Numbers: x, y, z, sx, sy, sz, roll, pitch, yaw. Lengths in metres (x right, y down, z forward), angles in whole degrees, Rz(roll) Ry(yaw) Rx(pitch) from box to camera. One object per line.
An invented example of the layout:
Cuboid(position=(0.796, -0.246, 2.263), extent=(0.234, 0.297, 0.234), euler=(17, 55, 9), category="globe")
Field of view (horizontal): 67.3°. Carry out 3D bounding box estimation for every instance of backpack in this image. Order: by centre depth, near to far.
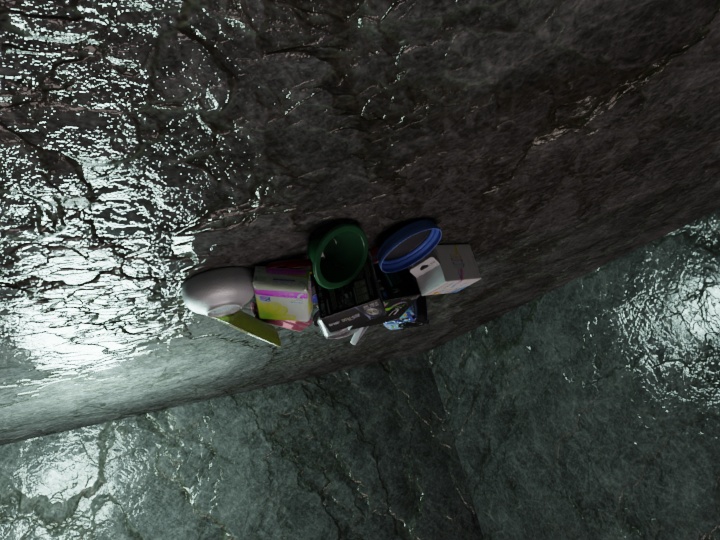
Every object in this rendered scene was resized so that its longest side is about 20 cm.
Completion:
Cuboid(position=(0.132, 0.116, 1.930), extent=(0.197, 0.187, 0.133), euler=(-14, 159, 35), category="backpack")

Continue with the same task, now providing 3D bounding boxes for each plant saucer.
Cuboid(position=(-0.344, 0.150, 1.579), extent=(0.197, 0.049, 0.199), euler=(10, 162, 47), category="plant saucer")
Cuboid(position=(-0.249, 0.147, 1.680), extent=(0.196, 0.052, 0.201), euler=(16, 173, 2), category="plant saucer")

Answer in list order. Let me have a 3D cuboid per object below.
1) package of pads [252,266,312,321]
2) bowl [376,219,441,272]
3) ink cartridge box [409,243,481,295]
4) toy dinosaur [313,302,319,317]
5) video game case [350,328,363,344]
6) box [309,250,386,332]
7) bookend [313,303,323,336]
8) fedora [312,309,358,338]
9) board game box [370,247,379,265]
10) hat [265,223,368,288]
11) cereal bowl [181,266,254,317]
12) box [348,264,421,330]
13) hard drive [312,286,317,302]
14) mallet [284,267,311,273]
Cuboid(position=(-0.206, 0.066, 1.471), extent=(0.150, 0.070, 0.201), euler=(5, 149, -2), category="package of pads")
Cuboid(position=(0.133, -0.068, 1.504), extent=(0.197, 0.040, 0.202), euler=(-26, 158, -11), category="bowl")
Cuboid(position=(0.269, -0.002, 1.761), extent=(0.197, 0.128, 0.128), euler=(-4, 160, -38), category="ink cartridge box")
Cuboid(position=(-0.075, 0.077, 1.503), extent=(0.198, 0.102, 0.058), euler=(-15, 126, 48), category="toy dinosaur")
Cuboid(position=(0.038, 0.132, 1.822), extent=(0.203, 0.023, 0.182), euler=(-66, 172, 23), category="video game case")
Cuboid(position=(-0.036, 0.036, 1.426), extent=(0.160, 0.203, 0.087), euler=(-19, 146, 6), category="box")
Cuboid(position=(-0.053, 0.120, 1.885), extent=(0.195, 0.093, 0.201), euler=(-21, 157, -19), category="bookend")
Cuboid(position=(-0.053, 0.153, 1.703), extent=(0.197, 0.092, 0.177), euler=(-28, 158, 7), category="fedora")
Cuboid(position=(0.000, 0.000, 1.647), extent=(0.197, 0.041, 0.152), euler=(-23, 162, 19), category="board game box")
Cuboid(position=(-0.106, -0.061, 1.364), extent=(0.197, 0.169, 0.175), euler=(-10, -152, -40), category="hat")
Cuboid(position=(-0.366, 0.068, 1.425), extent=(0.196, 0.085, 0.201), euler=(-17, 164, -5), category="cereal bowl")
Cuboid(position=(0.048, 0.071, 1.589), extent=(0.197, 0.126, 0.149), euler=(-9, 150, -37), category="box")
Cuboid(position=(-0.075, 0.065, 1.659), extent=(0.197, 0.026, 0.131), euler=(1, 155, -46), category="hard drive")
Cuboid(position=(-0.141, 0.007, 1.543), extent=(0.197, 0.042, 0.066), euler=(-10, 161, -35), category="mallet")
